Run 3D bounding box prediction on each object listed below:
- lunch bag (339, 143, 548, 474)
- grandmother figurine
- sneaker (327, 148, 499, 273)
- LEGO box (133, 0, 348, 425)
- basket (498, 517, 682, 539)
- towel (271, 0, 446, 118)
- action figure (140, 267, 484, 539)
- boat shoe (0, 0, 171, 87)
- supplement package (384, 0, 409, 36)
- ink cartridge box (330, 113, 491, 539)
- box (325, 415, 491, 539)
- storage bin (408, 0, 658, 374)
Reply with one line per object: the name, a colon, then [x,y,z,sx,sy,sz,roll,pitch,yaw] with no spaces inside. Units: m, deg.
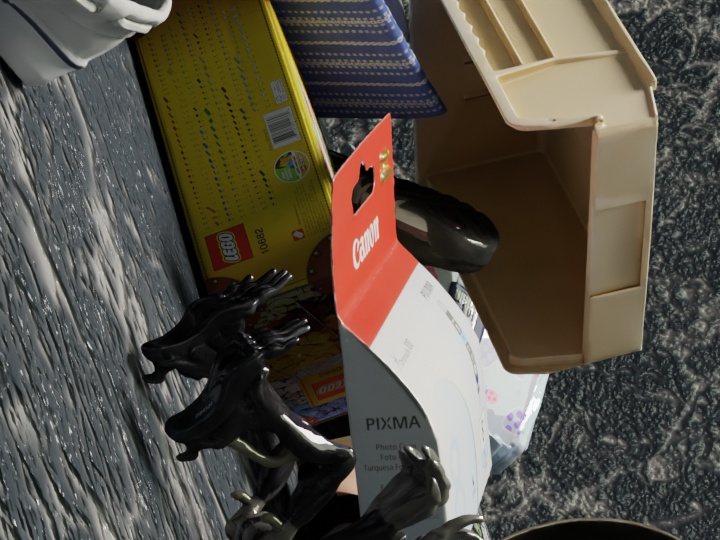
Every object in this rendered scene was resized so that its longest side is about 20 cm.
lunch bag: [0.036,0.031,1.446,0.170,0.127,0.200,37,19,-22]
grandmother figurine: [-0.001,0.146,1.169,0.121,0.061,0.200,43,7,-3]
sneaker: [0.000,0.000,1.287,0.200,0.076,0.116,27,-77,51]
LEGO box: [-0.050,-0.037,1.171,0.149,0.077,0.200,68,3,-60]
basket: [0.103,0.254,1.217,0.136,0.180,0.200,56,-28,32]
towel: [-0.047,-0.145,1.215,0.200,0.145,0.024,54,45,-55]
action figure: [-0.004,0.104,0.807,0.200,0.102,0.119,68,-9,-20]
boat shoe: [-0.104,-0.117,0.685,0.200,0.065,0.074,59,12,-80]
supplement package: [-0.073,-0.233,1.401,0.200,0.147,0.191,-102,173,-73]
ink cartridge box: [0.028,0.033,1.077,0.160,0.047,0.200,-55,142,-72]
box: [0.022,0.110,1.615,0.193,0.047,0.200,52,11,-26]
storage bin: [0.103,-0.073,1.304,0.200,0.094,0.199,87,-14,-44]
